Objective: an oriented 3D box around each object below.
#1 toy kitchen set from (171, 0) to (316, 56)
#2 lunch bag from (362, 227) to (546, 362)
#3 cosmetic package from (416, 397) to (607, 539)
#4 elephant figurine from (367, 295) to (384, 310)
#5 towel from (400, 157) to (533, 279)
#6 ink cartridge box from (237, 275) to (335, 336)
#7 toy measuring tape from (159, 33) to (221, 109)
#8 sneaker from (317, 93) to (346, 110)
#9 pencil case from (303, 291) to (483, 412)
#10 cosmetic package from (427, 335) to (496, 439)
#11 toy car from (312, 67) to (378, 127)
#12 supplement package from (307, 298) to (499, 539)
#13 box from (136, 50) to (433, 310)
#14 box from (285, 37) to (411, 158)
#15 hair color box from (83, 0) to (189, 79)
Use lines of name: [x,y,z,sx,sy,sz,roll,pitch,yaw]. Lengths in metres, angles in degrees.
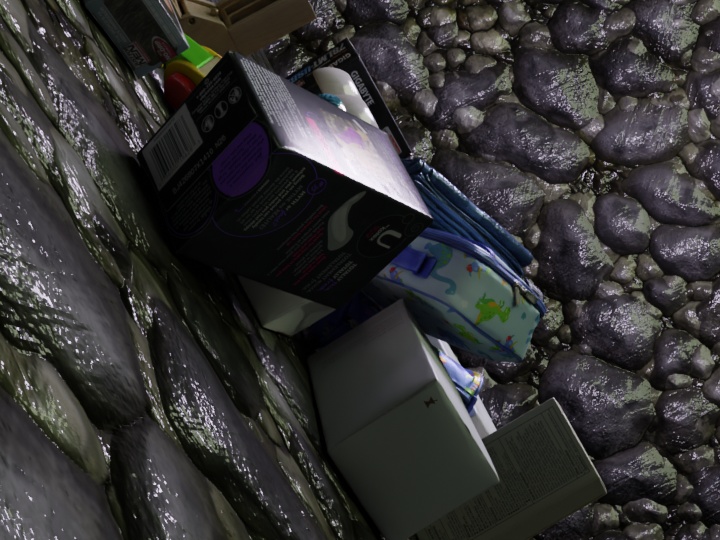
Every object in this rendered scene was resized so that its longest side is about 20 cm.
toy kitchen set: [-0.184,-0.356,1.424,0.202,0.178,0.164,62,1,-35]
lunch bag: [0.079,0.013,1.263,0.160,0.083,0.199,36,-11,-38]
cosmetic package: [0.150,0.235,1.333,0.104,0.198,0.073,63,6,29]
elephant figurine: [0.000,0.000,1.443,0.142,0.196,0.157,-108,-170,-49]
towel: [0.085,-0.049,1.313,0.199,0.049,0.111,36,-14,-35]
ink cartridge box: [-0.096,-0.046,1.161,0.202,0.067,0.116,63,4,11]
toy measuring tape: [-0.137,-0.167,1.267,0.199,0.074,0.074,38,-1,13]
sneaker: [-0.041,-0.087,1.289,0.077,0.080,0.203,47,-47,44]
pencil case: [0.037,0.094,1.320,0.199,0.079,0.087,35,-8,-14]
cosmetic package: [0.088,0.182,1.503,0.201,0.122,0.201,55,6,-44]
toy car: [-0.056,-0.120,1.421,0.151,0.173,0.201,59,3,-32]
supplement package: [0.034,0.134,1.156,0.118,0.116,0.200,58,3,-20]
box: [-0.056,-0.064,0.985,0.199,0.122,0.107,22,33,-50]
box: [-0.055,-0.167,1.599,0.050,0.197,0.201,61,4,39]
hair color box: [-0.231,-0.286,1.191,0.099,0.060,0.201,56,7,-49]
